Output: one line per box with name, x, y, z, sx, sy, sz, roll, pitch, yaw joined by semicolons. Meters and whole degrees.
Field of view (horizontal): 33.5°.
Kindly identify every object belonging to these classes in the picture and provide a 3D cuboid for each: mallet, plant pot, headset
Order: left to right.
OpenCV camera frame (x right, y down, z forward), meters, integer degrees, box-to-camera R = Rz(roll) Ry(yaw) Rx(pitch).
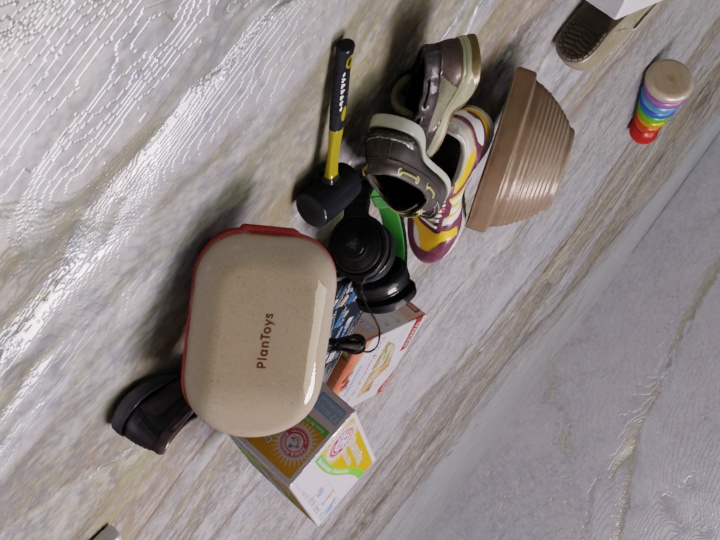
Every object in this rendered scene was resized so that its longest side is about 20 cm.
mallet;-0.029;-0.120;1.092;0.066;0.041;0.201;-47;157;-29
headset;0.000;0.000;1.240;0.124;0.093;0.202;58;32;-46
plant pot;0.198;-0.133;1.436;0.201;0.091;0.204;20;90;-86

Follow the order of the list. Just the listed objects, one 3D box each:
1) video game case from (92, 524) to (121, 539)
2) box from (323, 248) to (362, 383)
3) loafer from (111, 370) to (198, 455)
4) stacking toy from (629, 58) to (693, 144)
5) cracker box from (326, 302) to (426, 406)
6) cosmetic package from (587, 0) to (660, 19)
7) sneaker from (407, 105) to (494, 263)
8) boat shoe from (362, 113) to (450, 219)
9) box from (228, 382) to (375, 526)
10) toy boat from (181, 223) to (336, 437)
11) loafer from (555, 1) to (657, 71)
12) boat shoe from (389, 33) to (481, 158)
video game case;-0.327;0.381;1.267;0.200;0.023;0.183;-43;159;-31
box;-0.058;0.068;1.335;0.158;0.046;0.202;-20;142;-59
loafer;-0.156;0.124;1.163;0.199;0.063;0.073;-28;149;-54
stacking toy;0.522;-0.285;2.119;0.085;0.085;0.201;-46;165;-20
cracker box;-0.005;0.112;1.533;0.199;0.057;0.135;-21;143;-61
cosmetic package;0.310;-0.362;1.396;0.199;0.101;0.072;-29;151;-51
sneaker;0.087;-0.091;1.377;0.090;0.074;0.203;-31;143;-54
boat shoe;0.043;-0.089;1.208;0.201;0.071;0.061;50;53;-66
box;-0.064;0.181;1.276;0.101;0.112;0.201;-47;159;-13
toy boat;-0.099;0.047;1.099;0.131;0.128;0.203;-120;-142;-66
loafer;0.326;-0.335;1.542;0.200;0.076;0.068;-43;163;-3
boat shoe;0.059;-0.170;1.176;0.064;0.074;0.200;3;154;-15
